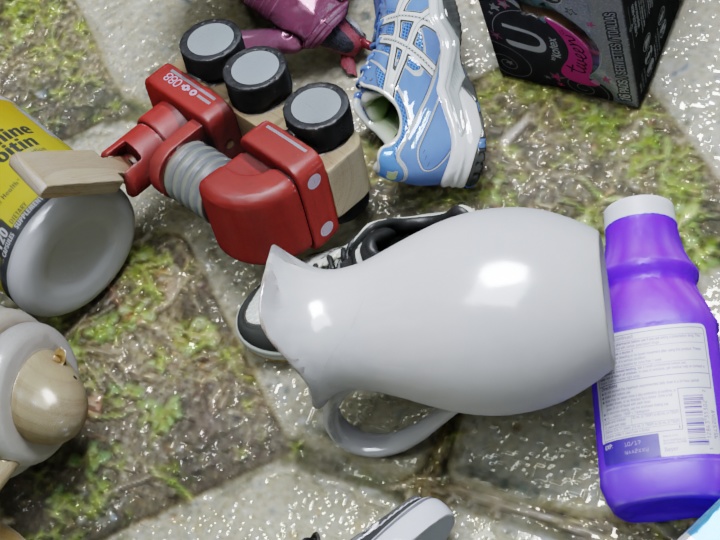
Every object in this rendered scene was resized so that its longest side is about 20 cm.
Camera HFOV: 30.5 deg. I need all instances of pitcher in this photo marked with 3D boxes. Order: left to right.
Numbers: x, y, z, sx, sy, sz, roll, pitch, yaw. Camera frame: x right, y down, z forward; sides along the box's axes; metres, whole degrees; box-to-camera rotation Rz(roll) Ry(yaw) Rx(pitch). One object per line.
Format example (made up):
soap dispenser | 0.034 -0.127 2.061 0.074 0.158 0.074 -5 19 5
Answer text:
pitcher | 0.056 0.047 0.810 0.198 0.173 0.122 -7 43 14

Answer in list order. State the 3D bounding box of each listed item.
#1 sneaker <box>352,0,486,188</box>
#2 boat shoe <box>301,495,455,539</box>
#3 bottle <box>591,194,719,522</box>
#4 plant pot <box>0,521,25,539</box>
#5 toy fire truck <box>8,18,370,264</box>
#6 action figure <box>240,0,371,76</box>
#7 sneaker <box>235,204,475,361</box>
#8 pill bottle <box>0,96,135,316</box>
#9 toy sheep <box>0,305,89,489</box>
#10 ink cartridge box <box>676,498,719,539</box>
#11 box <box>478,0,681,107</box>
sneaker | 0.031 -0.149 0.945 0.076 0.076 0.202 -6 60 -14
boat shoe | -0.031 0.201 0.824 0.200 0.070 0.066 -44 63 3
bottle | 0.183 0.052 0.823 0.083 0.065 0.202 -9 64 16
plant pot | -0.300 0.260 0.897 0.198 0.028 0.202 -6 66 14
toy fire truck | -0.117 -0.070 0.900 0.200 0.129 0.176 -41 55 -21
action figure | -0.062 -0.224 0.976 0.199 0.149 0.134 37 89 -5
sneaker | 0.000 0.000 0.891 0.198 0.088 0.076 -19 64 10
pill bottle | -0.269 -0.062 0.985 0.199 0.112 0.112 36 80 27
toy sheep | -0.271 0.086 0.910 0.198 0.138 0.139 7 68 25
ink cartridge box | 0.192 0.243 0.723 0.200 0.084 0.145 -42 61 -6
box | 0.146 -0.224 0.883 0.114 0.200 0.133 18 72 25
